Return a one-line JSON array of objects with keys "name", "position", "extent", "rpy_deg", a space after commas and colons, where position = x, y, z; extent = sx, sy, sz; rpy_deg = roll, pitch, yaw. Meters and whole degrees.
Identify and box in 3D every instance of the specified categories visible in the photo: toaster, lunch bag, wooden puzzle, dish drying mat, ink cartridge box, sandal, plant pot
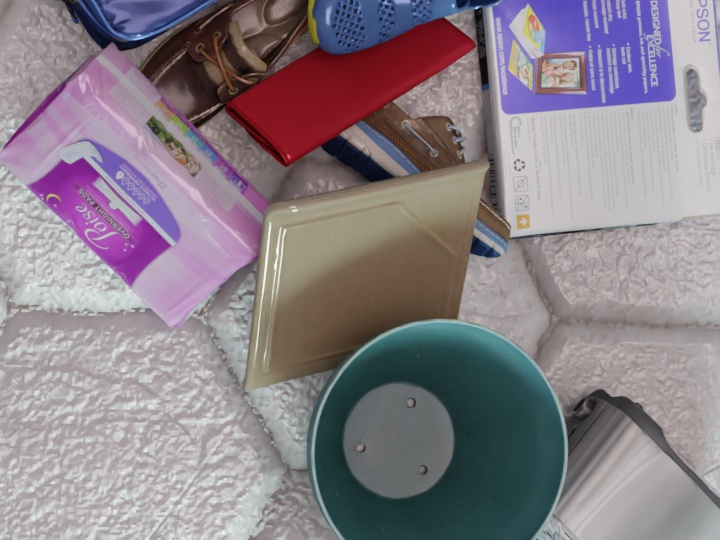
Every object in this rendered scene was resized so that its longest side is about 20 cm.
[{"name": "toaster", "position": [0.218, 0.201, 1.791], "extent": [0.129, 0.114, 0.200], "rpy_deg": [-46, 102, -6]}, {"name": "lunch bag", "position": [-0.153, -0.256, 1.690], "extent": [0.200, 0.132, 0.136], "rpy_deg": [-34, 97, -12]}, {"name": "wooden puzzle", "position": [0.000, 0.000, 1.705], "extent": [0.185, 0.037, 0.200], "rpy_deg": [-13, 138, -25]}, {"name": "dish drying mat", "position": [-0.007, -0.150, 1.742], "extent": [0.200, 0.018, 0.077], "rpy_deg": [-33, 60, -29]}, {"name": "ink cartridge box", "position": [0.199, -0.132, 1.820], "extent": [0.199, 0.043, 0.199], "rpy_deg": [-5, 91, -12]}, {"name": "sandal", "position": [0.047, -0.223, 1.734], "extent": [0.200, 0.087, 0.080], "rpy_deg": [-31, 130, -24]}, {"name": "plant pot", "position": [0.045, 0.137, 1.735], "extent": [0.199, 0.135, 0.201], "rpy_deg": [0, 89, -14]}]

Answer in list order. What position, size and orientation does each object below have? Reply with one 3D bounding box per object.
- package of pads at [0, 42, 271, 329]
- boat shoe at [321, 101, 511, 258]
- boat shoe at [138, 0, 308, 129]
[{"name": "package of pads", "position": [-0.165, -0.061, 1.692], "extent": [0.200, 0.076, 0.120], "rpy_deg": [45, 123, -9]}, {"name": "boat shoe", "position": [0.047, -0.090, 1.765], "extent": [0.200, 0.072, 0.072], "rpy_deg": [38, 74, -6]}, {"name": "boat shoe", "position": [-0.101, -0.171, 1.732], "extent": [0.200, 0.072, 0.072], "rpy_deg": [-37, 98, -11]}]
